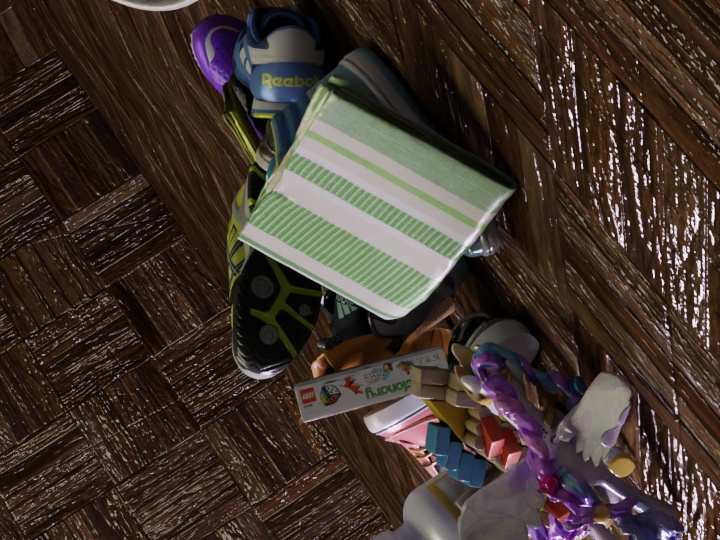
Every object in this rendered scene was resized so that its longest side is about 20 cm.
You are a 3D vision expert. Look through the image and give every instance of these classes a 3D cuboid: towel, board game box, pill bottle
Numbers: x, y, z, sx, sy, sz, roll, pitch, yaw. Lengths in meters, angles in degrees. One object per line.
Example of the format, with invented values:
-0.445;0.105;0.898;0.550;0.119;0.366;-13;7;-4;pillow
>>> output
-0.081;-0.075;1.790;0.200;0.018;0.086;63;-178;-24;towel
0.006;-0.045;1.407;0.152;0.023;0.200;30;141;-5;towel
0.008;0.097;1.666;0.200;0.126;0.035;105;150;-87;board game box
0.107;0.209;1.626;0.112;0.200;0.112;54;167;18;pill bottle

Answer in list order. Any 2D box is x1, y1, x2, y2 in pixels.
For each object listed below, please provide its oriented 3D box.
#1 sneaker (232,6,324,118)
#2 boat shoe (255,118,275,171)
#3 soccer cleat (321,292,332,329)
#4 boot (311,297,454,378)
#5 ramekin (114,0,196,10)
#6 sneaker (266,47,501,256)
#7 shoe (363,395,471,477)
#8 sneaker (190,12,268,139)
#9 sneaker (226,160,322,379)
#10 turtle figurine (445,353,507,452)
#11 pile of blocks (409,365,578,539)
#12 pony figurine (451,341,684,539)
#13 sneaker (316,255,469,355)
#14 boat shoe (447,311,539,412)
-0.065;-0.186;1.627;0.200;0.074;0.082;-118;27;-66;sneaker
-0.050;-0.141;1.693;0.067;0.057;0.200;24;-155;-8;boat shoe
0.021;-0.012;1.825;0.070;0.086;0.200;58;149;14;soccer cleat
0.023;0.083;1.862;0.071;0.144;0.201;55;172;21;boot
-0.143;-0.290;1.338;0.200;0.105;0.200;24;139;22;ramekin
0.007;-0.062;1.461;0.200;0.131;0.080;52;170;26;sneaker
0.071;0.154;1.839;0.091;0.071;0.200;66;-160;5;shoe
-0.078;-0.158;1.816;0.200;0.070;0.100;50;176;-17;sneaker
-0.077;0.005;1.642;0.076;0.075;0.200;131;149;-54;sneaker
0.126;0.147;1.784;0.161;0.064;0.200;59;172;-9;turtle figurine
0.108;0.156;1.527;0.200;0.082;0.062;46;171;-17;pile of blocks
0.150;0.146;1.422;0.200;0.167;0.193;43;-171;-22;pony figurine
0.000;0.000;1.577;0.078;0.140;0.200;24;163;47;sneaker
0.100;0.071;1.622;0.064;0.071;0.200;59;170;17;boat shoe
